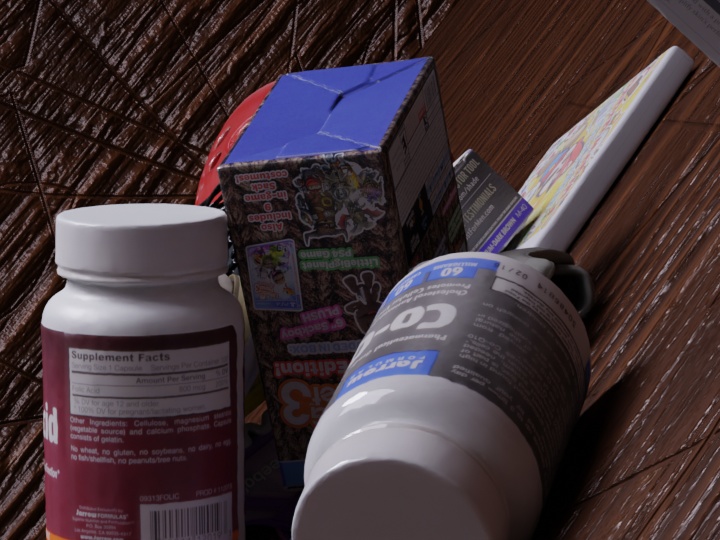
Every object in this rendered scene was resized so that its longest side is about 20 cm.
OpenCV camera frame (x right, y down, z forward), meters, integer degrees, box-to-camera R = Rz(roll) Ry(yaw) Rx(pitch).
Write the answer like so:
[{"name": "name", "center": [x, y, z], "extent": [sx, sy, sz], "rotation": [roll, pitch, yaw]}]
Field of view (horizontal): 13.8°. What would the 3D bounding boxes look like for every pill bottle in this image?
[{"name": "pill bottle", "center": [0.038, 0.081, 1.403], "extent": [0.114, 0.114, 0.200], "rotation": [-47, 7, 28]}, {"name": "pill bottle", "center": [-0.121, 0.068, 1.661], "extent": [0.114, 0.113, 0.202], "rotation": [-97, 7, -82]}]

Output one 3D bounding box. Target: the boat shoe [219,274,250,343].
[{"name": "boat shoe", "center": [-0.133, 0.070, 1.779], "extent": [0.201, 0.068, 0.075], "rotation": [-58, 20, 30]}]

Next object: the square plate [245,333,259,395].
[{"name": "square plate", "center": [-0.093, 0.047, 1.858], "extent": [0.201, 0.028, 0.198], "rotation": [-60, 18, 21]}]

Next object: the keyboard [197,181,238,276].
[{"name": "keyboard", "center": [-0.103, -0.002, 1.839], "extent": [0.200, 0.039, 0.105], "rotation": [-51, 23, 39]}]

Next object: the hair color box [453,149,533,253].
[{"name": "hair color box", "center": [0.024, 0.011, 1.979], "extent": [0.109, 0.065, 0.200], "rotation": [-50, 2, -33]}]

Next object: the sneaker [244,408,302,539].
[{"name": "sneaker", "center": [-0.047, 0.135, 1.928], "extent": [0.199, 0.089, 0.081], "rotation": [-29, -22, -18]}]

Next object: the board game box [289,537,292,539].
[{"name": "board game box", "center": [-0.054, 0.214, 1.546], "extent": [0.200, 0.057, 0.165], "rotation": [-49, 7, 12]}]

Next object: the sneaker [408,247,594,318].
[{"name": "sneaker", "center": [0.091, 0.022, 1.677], "extent": [0.091, 0.076, 0.200], "rotation": [-12, 0, 12]}]

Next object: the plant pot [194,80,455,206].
[{"name": "plant pot", "center": [-0.033, -0.020, 2.242], "extent": [0.200, 0.200, 0.183], "rotation": [-46, 15, 32]}]

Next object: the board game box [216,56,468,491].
[{"name": "board game box", "center": [0.000, 0.000, 1.720], "extent": [0.096, 0.201, 0.160], "rotation": [-5, 21, 15]}]

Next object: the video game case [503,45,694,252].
[{"name": "video game case", "center": [0.127, -0.045, 1.983], "extent": [0.200, 0.023, 0.182], "rotation": [-53, 7, -30]}]

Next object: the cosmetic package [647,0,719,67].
[{"name": "cosmetic package", "center": [0.268, -0.254, 1.764], "extent": [0.200, 0.123, 0.200], "rotation": [-43, 9, 40]}]

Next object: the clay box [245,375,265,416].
[{"name": "clay box", "center": [-0.079, 0.051, 1.982], "extent": [0.200, 0.047, 0.115], "rotation": [-39, 18, 57]}]
